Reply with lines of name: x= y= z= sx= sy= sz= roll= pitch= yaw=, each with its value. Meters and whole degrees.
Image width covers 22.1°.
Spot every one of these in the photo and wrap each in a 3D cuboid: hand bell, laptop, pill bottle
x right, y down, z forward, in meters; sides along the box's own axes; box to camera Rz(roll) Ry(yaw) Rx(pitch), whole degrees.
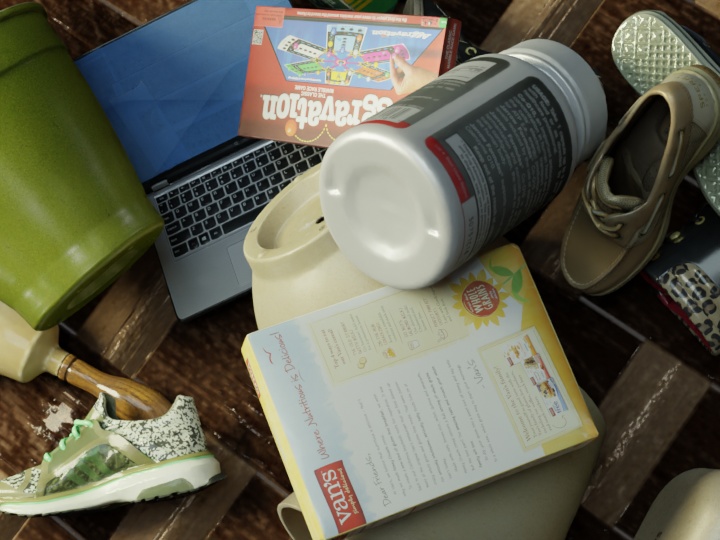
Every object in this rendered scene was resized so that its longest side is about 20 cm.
hand bell: x=-0.224 y=0.079 z=1.462 sx=0.199 sy=0.104 sz=0.104 roll=26 pitch=80 yaw=9
laptop: x=-0.106 y=-0.098 z=1.456 sx=0.187 sy=0.116 sz=0.201 roll=-25 pitch=60 yaw=7
pill bottle: x=0.074 y=-0.077 z=1.240 sx=0.114 sy=0.114 sz=0.200 roll=34 pitch=43 yaw=23

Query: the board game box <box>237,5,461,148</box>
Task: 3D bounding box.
board game box: x=-0.012 y=-0.141 z=1.372 sx=0.200 sy=0.019 sz=0.103 roll=11 pitch=94 yaw=43

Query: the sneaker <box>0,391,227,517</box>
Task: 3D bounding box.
sneaker: x=-0.204 y=0.141 z=1.423 sx=0.199 sy=0.077 sz=0.089 roll=-9 pitch=81 yaw=4

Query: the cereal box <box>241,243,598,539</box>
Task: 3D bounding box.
cereal box: x=0.038 y=0.080 z=1.211 sx=0.199 sy=0.040 sz=0.144 roll=-18 pitch=77 yaw=-14

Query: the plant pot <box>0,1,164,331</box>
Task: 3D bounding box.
plant pot: x=-0.257 y=-0.065 z=1.406 sx=0.200 sy=0.200 sz=0.193 roll=-41 pitch=88 yaw=0

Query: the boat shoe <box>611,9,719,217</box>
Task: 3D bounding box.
boat shoe: x=0.253 y=-0.100 z=1.292 sx=0.075 sy=0.062 sz=0.200 roll=-44 pitch=72 yaw=25

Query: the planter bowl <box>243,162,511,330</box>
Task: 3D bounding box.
planter bowl: x=0.000 y=0.000 z=1.330 sx=0.200 sy=0.135 sz=0.200 roll=-31 pitch=25 yaw=16

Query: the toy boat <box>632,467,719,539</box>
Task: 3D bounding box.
toy boat: x=0.240 y=0.241 z=1.256 sx=0.130 sy=0.131 sz=0.200 roll=31 pitch=81 yaw=-7

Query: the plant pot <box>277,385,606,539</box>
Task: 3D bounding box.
plant pot: x=0.077 y=0.158 z=1.300 sx=0.187 sy=0.188 sz=0.200 roll=37 pitch=71 yaw=23

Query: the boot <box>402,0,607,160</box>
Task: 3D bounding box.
boot: x=0.102 y=-0.148 z=1.429 sx=0.150 sy=0.200 sz=0.073 roll=11 pitch=113 yaw=-11

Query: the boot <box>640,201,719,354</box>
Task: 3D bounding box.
boot: x=0.263 y=-0.049 z=1.354 sx=0.150 sy=0.073 sz=0.200 roll=-38 pitch=69 yaw=2

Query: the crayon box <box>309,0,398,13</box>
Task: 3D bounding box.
crayon box: x=0.004 y=-0.309 z=1.489 sx=0.051 sy=0.127 sz=0.201 roll=11 pitch=74 yaw=47

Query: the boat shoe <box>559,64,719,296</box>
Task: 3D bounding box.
boat shoe: x=0.181 y=-0.058 z=1.279 sx=0.071 sy=0.064 sz=0.200 roll=46 pitch=133 yaw=25
